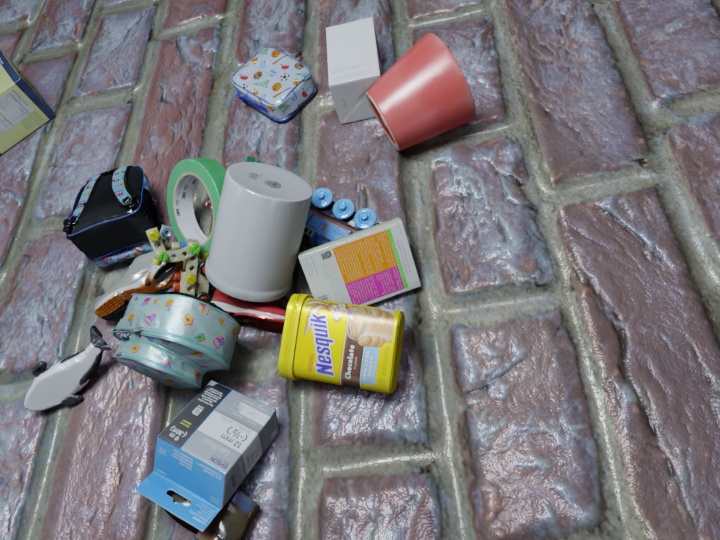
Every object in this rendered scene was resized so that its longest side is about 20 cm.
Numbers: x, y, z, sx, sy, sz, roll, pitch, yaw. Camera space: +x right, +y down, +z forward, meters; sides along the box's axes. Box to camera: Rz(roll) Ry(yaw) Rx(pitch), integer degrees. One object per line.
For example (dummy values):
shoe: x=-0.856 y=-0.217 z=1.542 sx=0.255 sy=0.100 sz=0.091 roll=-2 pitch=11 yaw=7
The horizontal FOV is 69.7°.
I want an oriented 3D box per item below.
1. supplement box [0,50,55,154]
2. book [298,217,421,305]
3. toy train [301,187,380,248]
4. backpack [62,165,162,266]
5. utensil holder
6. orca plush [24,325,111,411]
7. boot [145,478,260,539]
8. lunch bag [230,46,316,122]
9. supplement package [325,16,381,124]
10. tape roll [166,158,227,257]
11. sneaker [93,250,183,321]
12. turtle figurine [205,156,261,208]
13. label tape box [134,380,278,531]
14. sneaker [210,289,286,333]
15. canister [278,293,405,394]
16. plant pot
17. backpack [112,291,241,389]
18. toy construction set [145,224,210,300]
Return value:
supplement box: x=-1.005 y=-0.464 z=1.435 sx=0.199 sy=0.135 sz=0.200 roll=-41 pitch=61 yaw=-11
book: x=0.000 y=0.000 z=0.957 sx=0.197 sy=0.135 sz=0.048 roll=-19 pitch=17 yaw=1
toy train: x=-0.046 y=-0.081 z=1.032 sx=0.198 sy=0.087 sz=0.115 roll=28 pitch=75 yaw=21
backpack: x=-0.537 y=-0.133 z=1.145 sx=0.180 sy=0.135 sz=0.201 roll=-19 pitch=46 yaw=0
utensil holder: x=-0.184 y=-0.073 z=0.950 sx=0.168 sy=0.202 sz=0.171 roll=16 pitch=27 yaw=-9
orca plush: x=-0.568 y=0.187 z=1.011 sx=0.201 sy=0.105 sz=0.071 roll=-55 pitch=21 yaw=8
boot: x=-0.258 y=0.377 z=0.848 sx=0.199 sy=0.075 sz=0.097 roll=30 pitch=55 yaw=23
lunch bag: x=-0.221 y=-0.462 z=1.289 sx=0.199 sy=0.076 sz=0.161 roll=34 pitch=76 yaw=26
supplement package: x=-0.009 y=-0.469 z=1.214 sx=0.118 sy=0.122 sz=0.203 roll=-9 pitch=61 yaw=8
tape roll: x=-0.326 y=-0.127 z=1.066 sx=0.200 sy=0.202 sz=0.048 roll=38 pitch=32 yaw=28
sneaker: x=-0.469 y=0.023 z=1.087 sx=0.199 sy=0.076 sz=0.092 roll=-37 pitch=52 yaw=-17
turtle figurine: x=-0.247 y=-0.164 z=1.098 sx=0.199 sy=0.148 sz=0.102 roll=-15 pitch=58 yaw=53
label tape box: x=-0.247 y=0.289 z=0.840 sx=0.142 sy=0.067 sz=0.200 roll=18 pitch=38 yaw=21
sneaker: x=-0.197 y=0.046 z=1.001 sx=0.197 sy=0.079 sz=0.117 roll=10 pitch=65 yaw=17
canister: x=-0.030 y=0.126 z=0.897 sx=0.197 sy=0.087 sz=0.151 roll=7 pitch=84 yaw=14
plant pot: x=0.119 y=-0.363 z=1.099 sx=0.176 sy=0.201 sz=0.202 roll=-32 pitch=59 yaw=6
backpack: x=-0.316 y=0.120 z=0.906 sx=0.198 sy=0.176 sz=0.155 roll=-11 pitch=53 yaw=33
toy construction set: x=-0.362 y=0.014 z=1.016 sx=0.130 sy=0.202 sz=0.092 roll=3 pitch=26 yaw=-32
